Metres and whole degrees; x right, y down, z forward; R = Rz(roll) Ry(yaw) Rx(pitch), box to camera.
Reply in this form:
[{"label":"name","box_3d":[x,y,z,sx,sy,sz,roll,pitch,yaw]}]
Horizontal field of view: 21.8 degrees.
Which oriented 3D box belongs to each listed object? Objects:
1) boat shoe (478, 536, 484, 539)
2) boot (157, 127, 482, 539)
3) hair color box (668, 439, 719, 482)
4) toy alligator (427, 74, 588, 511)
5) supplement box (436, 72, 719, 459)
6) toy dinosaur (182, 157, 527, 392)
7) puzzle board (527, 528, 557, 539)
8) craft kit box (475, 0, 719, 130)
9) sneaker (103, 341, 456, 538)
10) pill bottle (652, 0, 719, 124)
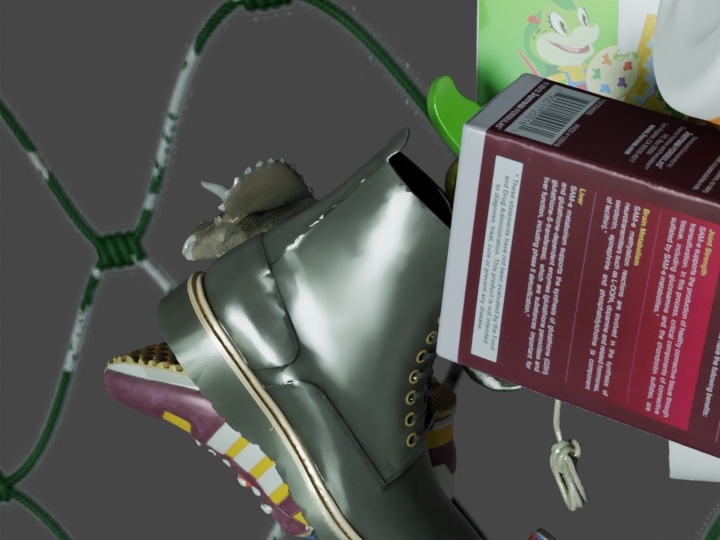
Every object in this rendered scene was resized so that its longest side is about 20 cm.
[{"label":"boat shoe","box_3d":[0.007,0.198,0.940,0.200,0.072,0.067,-30,131,31]},{"label":"boot","box_3d":[0.026,0.051,0.815,0.138,0.078,0.200,-37,107,16]},{"label":"hair color box","box_3d":[0.224,0.037,0.748,0.199,0.061,0.102,3,111,27]},{"label":"toy alligator","box_3d":[0.084,0.004,0.823,0.054,0.059,0.201,-20,95,-9]},{"label":"supplement box","box_3d":[0.134,0.008,0.709,0.199,0.061,0.109,20,124,22]},{"label":"toy dinosaur","box_3d":[0.000,0.000,0.895,0.199,0.103,0.077,13,142,10]},{"label":"puzzle board","box_3d":[0.102,0.250,0.951,0.150,0.017,0.200,36,119,15]},{"label":"craft kit box","box_3d":[0.147,-0.072,0.820,0.199,0.048,0.199,8,105,26]},{"label":"sneaker","box_3d":[-0.047,0.091,0.953,0.199,0.075,0.091,9,104,27]},{"label":"pill bottle","box_3d":[0.220,-0.086,0.690,0.199,0.114,0.115,16,115,-11]}]
